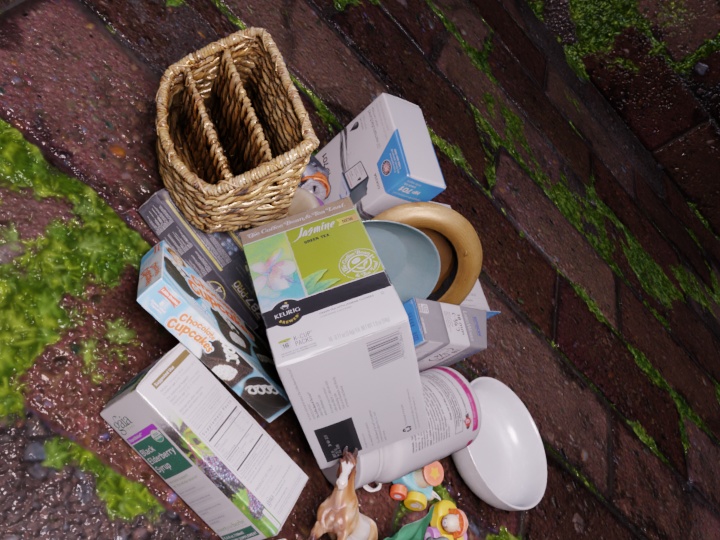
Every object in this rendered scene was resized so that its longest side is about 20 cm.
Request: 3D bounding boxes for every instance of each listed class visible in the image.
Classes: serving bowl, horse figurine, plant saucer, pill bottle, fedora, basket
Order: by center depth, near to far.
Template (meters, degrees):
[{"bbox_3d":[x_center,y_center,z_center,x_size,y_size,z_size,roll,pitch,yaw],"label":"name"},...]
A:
[{"bbox_3d":[-0.014,0.299,0.758,0.133,0.050,0.200,-71,149,-41],"label":"horse figurine"},{"bbox_3d":[-0.157,-0.164,0.801,0.142,0.149,0.200,-9,62,-27],"label":"basket"},{"bbox_3d":[0.047,0.197,0.878,0.200,0.113,0.114,-11,72,-39],"label":"pill bottle"},{"bbox_3d":[0.000,0.000,0.881,0.201,0.201,0.039,26,35,-35],"label":"plant saucer"},{"bbox_3d":[0.067,-0.017,0.963,0.201,0.201,0.082,39,23,-23],"label":"fedora"},{"bbox_3d":[0.195,0.265,1.055,0.200,0.066,0.200,28,46,-33],"label":"serving bowl"}]

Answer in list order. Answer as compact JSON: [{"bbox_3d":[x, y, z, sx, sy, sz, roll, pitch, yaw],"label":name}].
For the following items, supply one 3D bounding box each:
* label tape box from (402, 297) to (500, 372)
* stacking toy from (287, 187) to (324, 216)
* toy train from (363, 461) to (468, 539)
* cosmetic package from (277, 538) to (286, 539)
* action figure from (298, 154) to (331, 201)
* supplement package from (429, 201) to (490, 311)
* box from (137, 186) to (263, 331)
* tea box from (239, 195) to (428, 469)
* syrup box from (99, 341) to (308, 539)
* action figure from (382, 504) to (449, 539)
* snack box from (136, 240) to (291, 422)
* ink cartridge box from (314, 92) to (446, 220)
[{"bbox_3d":[0.093,0.103,0.962,0.200,0.144,0.063,11,56,-44],"label":"label tape box"},{"bbox_3d":[-0.043,-0.047,0.940,0.200,0.085,0.086,18,49,-60],"label":"stacking toy"},{"bbox_3d":[0.085,0.324,0.895,0.150,0.056,0.200,-14,75,-53],"label":"toy train"},{"bbox_3d":[-0.061,0.363,0.658,0.200,0.103,0.073,55,37,-4],"label":"cosmetic package"},{"bbox_3d":[-0.104,-0.161,0.981,0.200,0.105,0.194,40,17,-51],"label":"action figure"},{"bbox_3d":[0.096,0.003,1.090,0.121,0.120,0.200,5,60,-47],"label":"supplement package"},{"bbox_3d":[-0.159,-0.035,0.889,0.200,0.049,0.161,53,34,-7],"label":"box"},{"bbox_3d":[-0.028,0.067,0.757,0.200,0.133,0.197,77,-9,-47],"label":"tea box"},{"bbox_3d":[-0.155,0.179,0.707,0.200,0.079,0.081,49,37,-11],"label":"syrup box"},{"bbox_3d":[0.033,0.332,0.745,0.200,0.055,0.118,6,89,-56],"label":"action figure"},{"bbox_3d":[-0.157,0.065,0.755,0.200,0.037,0.116,49,2,-26],"label":"snack box"},{"bbox_3d":[0.013,-0.138,1.034,0.086,0.200,0.147,10,56,-43],"label":"ink cartridge box"}]
